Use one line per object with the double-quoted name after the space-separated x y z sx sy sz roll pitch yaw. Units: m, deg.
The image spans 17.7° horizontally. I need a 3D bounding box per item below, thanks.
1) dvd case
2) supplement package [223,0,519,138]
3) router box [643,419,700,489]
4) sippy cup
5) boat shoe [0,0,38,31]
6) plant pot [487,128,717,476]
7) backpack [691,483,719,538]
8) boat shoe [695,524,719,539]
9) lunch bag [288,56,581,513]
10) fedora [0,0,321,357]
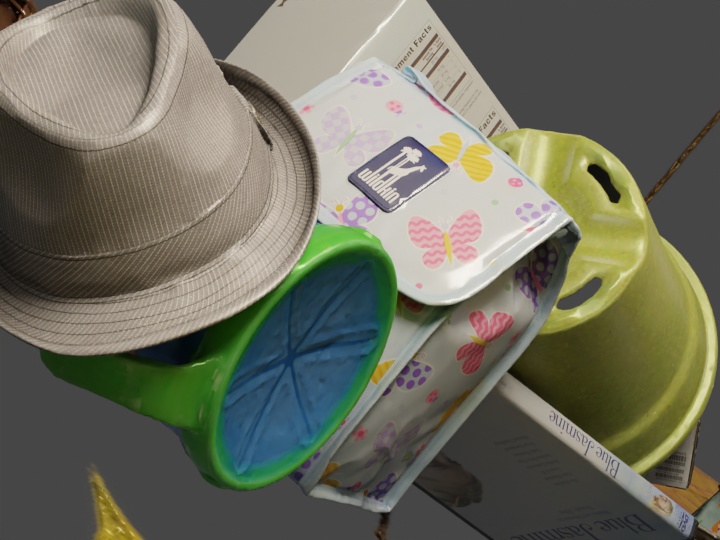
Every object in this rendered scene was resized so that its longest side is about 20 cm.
0.085 0.116 1.376 0.200 0.018 0.142 37 -34 -26 "dvd case"
0.004 -0.067 1.556 0.151 0.151 0.200 8 -36 54 "supplement package"
0.123 0.095 1.555 0.199 0.051 0.149 10 5 4 "router box"
-0.073 0.015 1.110 0.130 0.140 0.178 32 -7 27 "sippy cup"
-0.241 -0.157 1.463 0.072 0.068 0.200 39 8 -14 "boat shoe"
0.111 0.014 1.381 0.200 0.200 0.184 44 -11 23 "plant pot"
0.344 0.239 1.856 0.178 0.151 0.200 44 13 17 "backpack"
0.193 0.178 1.738 0.201 0.061 0.072 37 8 -26 "boat shoe"
0.000 0.000 1.254 0.170 0.200 0.127 45 8 28 "lunch bag"
-0.113 -0.062 1.047 0.200 0.176 0.091 -108 -177 -51 "fedora"
